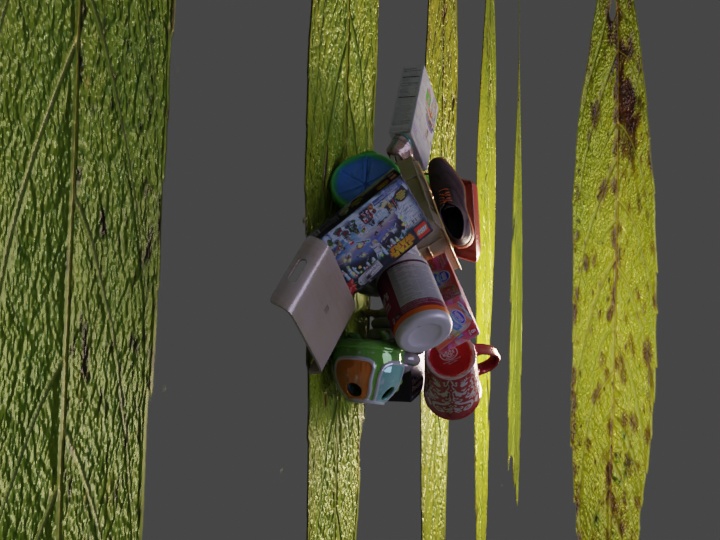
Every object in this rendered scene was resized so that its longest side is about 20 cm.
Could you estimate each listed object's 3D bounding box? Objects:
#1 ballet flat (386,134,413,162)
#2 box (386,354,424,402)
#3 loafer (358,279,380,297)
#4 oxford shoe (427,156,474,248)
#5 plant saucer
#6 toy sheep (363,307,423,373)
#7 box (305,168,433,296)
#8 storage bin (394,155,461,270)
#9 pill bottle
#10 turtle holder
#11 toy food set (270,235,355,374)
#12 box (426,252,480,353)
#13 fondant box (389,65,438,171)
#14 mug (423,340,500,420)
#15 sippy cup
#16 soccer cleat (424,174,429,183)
[{"bbox_3d":[0.099,-0.213,1.831,0.067,0.067,0.202,-50,134,-30],"label":"ballet flat"},{"bbox_3d":[0.110,0.202,1.829,0.200,0.077,0.144,-22,108,-67],"label":"box"},{"bbox_3d":[0.000,0.000,1.551,0.200,0.069,0.071,42,60,-62],"label":"loafer"},{"bbox_3d":[0.186,-0.148,1.670,0.203,0.070,0.072,70,14,13],"label":"oxford shoe"},{"bbox_3d":[0.234,-0.138,2.000,0.036,0.199,0.204,-16,109,-28],"label":"plant saucer"},{"bbox_3d":[0.072,0.142,1.653,0.138,0.135,0.204,18,73,-67],"label":"toy sheep"},{"bbox_3d":[0.019,-0.065,1.426,0.138,0.199,0.040,53,-4,-34],"label":"box"},{"bbox_3d":[0.128,-0.108,1.743,0.199,0.092,0.203,56,15,-54],"label":"storage bin"},{"bbox_3d":[0.090,0.041,1.486,0.110,0.108,0.202,61,7,-51],"label":"pill bottle"},{"bbox_3d":[0.015,0.184,1.516,0.186,0.138,0.135,88,6,-80],"label":"turtle holder"},{"bbox_3d":[-0.082,0.062,1.376,0.145,0.059,0.202,-60,144,-32],"label":"toy food set"},{"bbox_3d":[0.164,0.063,1.621,0.104,0.093,0.201,62,8,-23],"label":"box"},{"bbox_3d":[0.128,-0.356,1.891,0.145,0.057,0.203,59,38,-53],"label":"fondant box"},{"bbox_3d":[0.204,0.204,1.720,0.178,0.132,0.201,-53,156,-19],"label":"mug"},{"bbox_3d":[0.017,-0.129,1.529,0.178,0.139,0.131,-47,151,-22],"label":"sippy cup"},{"bbox_3d":[0.153,-0.135,1.966,0.080,0.067,0.204,10,79,-51],"label":"soccer cleat"}]
